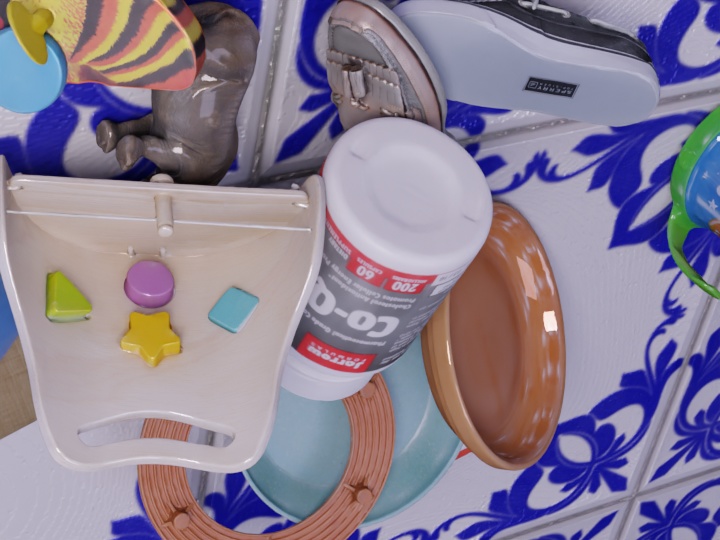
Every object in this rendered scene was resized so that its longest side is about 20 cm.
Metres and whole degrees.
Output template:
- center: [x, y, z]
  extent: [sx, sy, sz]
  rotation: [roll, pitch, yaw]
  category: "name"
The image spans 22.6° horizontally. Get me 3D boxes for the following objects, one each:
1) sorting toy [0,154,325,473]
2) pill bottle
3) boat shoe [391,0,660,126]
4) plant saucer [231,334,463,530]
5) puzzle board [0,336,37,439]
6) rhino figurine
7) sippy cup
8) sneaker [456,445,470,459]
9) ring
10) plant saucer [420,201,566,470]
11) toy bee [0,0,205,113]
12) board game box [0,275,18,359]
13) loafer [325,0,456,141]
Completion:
- center: [-0.123, 0.036, 1.074]
  extent: [0.199, 0.181, 0.107]
  rotation: [3, 148, -12]
  category: "sorting toy"
- center: [0.000, 0.000, 1.193]
  extent: [0.113, 0.114, 0.200]
  rotation: [-12, 154, -29]
  category: "pill bottle"
- center: [0.108, -0.155, 1.216]
  extent: [0.198, 0.068, 0.074]
  rotation: [8, 138, -13]
  category: "boat shoe"
- center: [-0.009, 0.094, 1.351]
  extent: [0.199, 0.036, 0.201]
  rotation: [-7, 106, -23]
  category: "plant saucer"
- center: [-0.252, 0.041, 1.172]
  extent: [0.150, 0.017, 0.200]
  rotation: [-28, 140, -12]
  category: "puzzle board"
- center: [-0.114, -0.084, 1.121]
  extent: [0.087, 0.060, 0.201]
  rotation: [-8, 135, -27]
  category: "rhino figurine"
- center: [0.340, -0.058, 1.445]
  extent: [0.139, 0.130, 0.178]
  rotation: [-8, 133, -33]
  category: "sippy cup"
- center: [0.047, 0.111, 1.434]
  extent: [0.201, 0.067, 0.108]
  rotation: [-40, 144, 6]
  category: "sneaker"
- center: [-0.064, 0.132, 1.306]
  extent: [0.199, 0.019, 0.201]
  rotation: [-6, 105, -22]
  category: "ring"
- center: [0.098, 0.050, 1.352]
  extent: [0.037, 0.201, 0.200]
  rotation: [-6, 154, 30]
  category: "plant saucer"
- center: [-0.188, -0.140, 0.970]
  extent: [0.199, 0.131, 0.109]
  rotation: [-13, 112, -13]
  category: "toy bee"
- center: [-0.281, 0.049, 1.066]
  extent: [0.158, 0.039, 0.200]
  rotation: [-42, 165, -14]
  category: "board game box"
- center: [0.018, -0.099, 1.189]
  extent: [0.063, 0.072, 0.200]
  rotation: [-54, 148, -17]
  category: "loafer"
